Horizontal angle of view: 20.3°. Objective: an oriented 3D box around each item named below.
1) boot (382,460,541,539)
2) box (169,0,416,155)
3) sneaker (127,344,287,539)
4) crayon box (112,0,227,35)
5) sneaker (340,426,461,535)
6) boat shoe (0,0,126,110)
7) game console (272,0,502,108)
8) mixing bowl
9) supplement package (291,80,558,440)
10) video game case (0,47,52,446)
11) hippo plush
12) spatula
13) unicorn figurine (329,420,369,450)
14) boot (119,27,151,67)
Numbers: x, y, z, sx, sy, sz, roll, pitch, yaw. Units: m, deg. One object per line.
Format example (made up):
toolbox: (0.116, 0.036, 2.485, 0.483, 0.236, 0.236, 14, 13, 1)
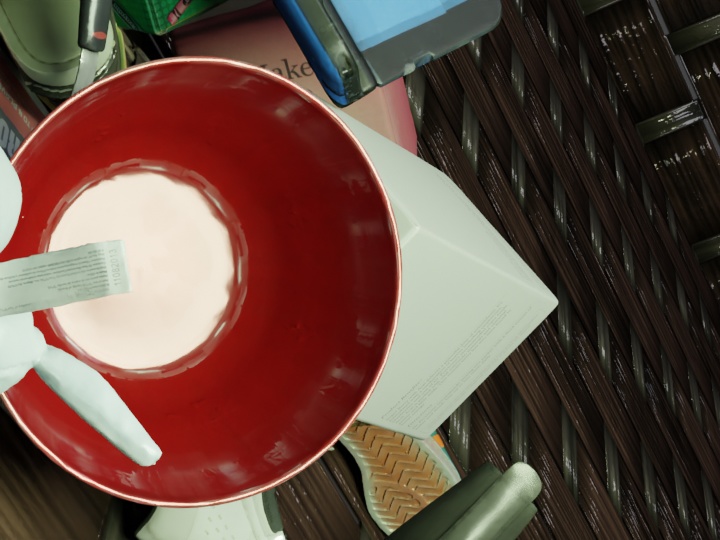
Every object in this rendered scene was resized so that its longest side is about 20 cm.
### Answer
boot: (0.035, 0.166, 1.129, 0.077, 0.138, 0.200, 44, -10, -7)
box: (-0.044, -0.136, 1.296, 0.109, 0.126, 0.202, -86, 163, -58)
sneaker: (-0.080, 0.137, 1.052, 0.074, 0.079, 0.202, 34, -38, 60)
crayon box: (-0.082, -0.209, 1.167, 0.199, 0.118, 0.059, -33, 123, -31)
sneaker: (0.023, 0.105, 1.387, 0.201, 0.071, 0.080, 60, 23, -25)
boat shoe: (-0.177, -0.164, 1.077, 0.061, 0.071, 0.202, 73, -5, -59)
game console: (-0.014, -0.202, 1.059, 0.201, 0.118, 0.171, 59, 0, 2)
mixing bowl: (-0.090, 0.004, 0.944, 0.202, 0.199, 0.108, 65, -17, -11)
supplement package: (0.000, 0.000, 1.116, 0.120, 0.121, 0.200, 50, 11, 26)
video game case: (-0.181, -0.030, 0.999, 0.143, 0.017, 0.201, 57, 21, -37)
hippo plush: (-0.179, -0.027, 0.734, 0.161, 0.198, 0.161, -98, -178, -60)
spatula: (-0.139, -0.093, 0.986, 0.056, 0.020, 0.202, 4, 100, -57)
unicorn figurine: (-0.078, 0.061, 1.146, 0.200, 0.073, 0.139, -27, 96, -57)
boot: (-0.119, -0.082, 1.187, 0.147, 0.070, 0.200, 56, 5, -2)
